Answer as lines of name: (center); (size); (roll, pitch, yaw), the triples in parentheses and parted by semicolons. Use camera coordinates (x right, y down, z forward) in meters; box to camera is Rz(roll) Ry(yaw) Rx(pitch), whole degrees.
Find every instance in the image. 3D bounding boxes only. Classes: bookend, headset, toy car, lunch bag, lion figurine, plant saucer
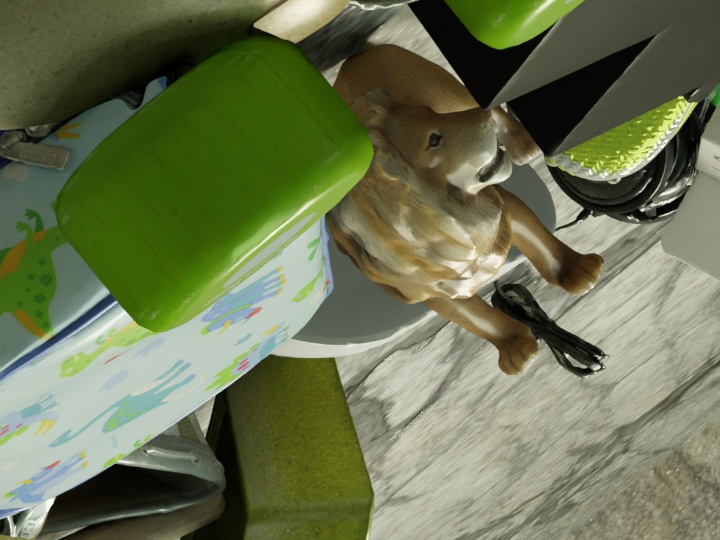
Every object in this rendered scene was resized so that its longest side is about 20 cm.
bookend: (0.073, -0.113, 0.892); (0.199, 0.092, 0.200); (-26, 165, -35)
headset: (0.138, -0.049, 1.304); (0.200, 0.094, 0.123); (-50, 166, 7)
toy car: (-0.024, -0.098, 0.548); (0.158, 0.164, 0.200); (-39, 177, 11)
lunch bag: (-0.092, 0.007, 0.895); (0.161, 0.083, 0.200); (-36, 168, -8)
lion figurine: (0.020, -0.038, 0.974); (0.072, 0.122, 0.200); (-49, -157, 7)
plant saucer: (-0.052, 0.144, 1.271); (0.200, 0.048, 0.200); (-109, -149, -64)

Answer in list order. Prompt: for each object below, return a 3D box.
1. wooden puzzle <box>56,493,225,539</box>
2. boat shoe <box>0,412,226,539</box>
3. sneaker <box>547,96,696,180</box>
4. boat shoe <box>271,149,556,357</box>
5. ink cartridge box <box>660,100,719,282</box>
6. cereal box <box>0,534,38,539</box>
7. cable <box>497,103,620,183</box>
wooden puzzle: (-0.176, 0.165, 1.219); (0.200, 0.046, 0.185); (-27, 176, 37)
boat shoe: (-0.130, 0.088, 1.130); (0.074, 0.065, 0.202); (-44, 166, 28)
sneaker: (0.130, -0.133, 1.077); (0.200, 0.076, 0.105); (-51, -165, 14)
boat shoe: (0.000, 0.000, 1.169); (0.200, 0.071, 0.070); (-24, 171, -47)
ink cartridge box: (0.232, -0.077, 1.248); (0.200, 0.115, 0.068); (-61, 171, -7)
cereal box: (-0.182, 0.163, 1.082); (0.144, 0.040, 0.200); (9, 145, -9)
cable: (0.127, -0.119, 1.180); (0.097, 0.050, 0.200); (13, 120, -34)
